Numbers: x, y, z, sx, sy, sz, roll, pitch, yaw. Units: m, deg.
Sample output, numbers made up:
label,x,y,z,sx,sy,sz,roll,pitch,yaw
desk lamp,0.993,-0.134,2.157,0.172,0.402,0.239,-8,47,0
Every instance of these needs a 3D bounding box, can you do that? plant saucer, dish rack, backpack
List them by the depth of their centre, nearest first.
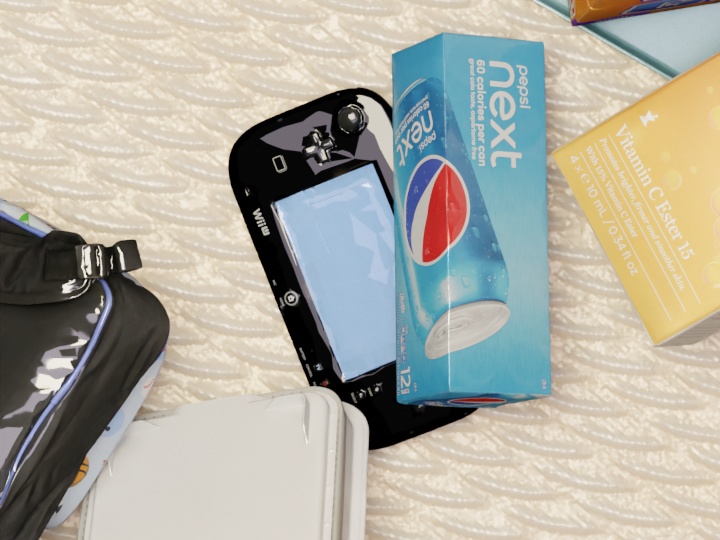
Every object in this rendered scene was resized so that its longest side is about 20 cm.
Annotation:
label,x,y,z,sx,sy,sz,roll,pitch,yaw
dish rack,-0.083,0.143,1.577,0.171,0.201,0.044,-11,133,13
backpack,-0.215,0.043,1.585,0.190,0.154,0.200,33,87,24
plant saucer,0.161,-0.158,1.644,0.199,0.019,0.070,30,93,0

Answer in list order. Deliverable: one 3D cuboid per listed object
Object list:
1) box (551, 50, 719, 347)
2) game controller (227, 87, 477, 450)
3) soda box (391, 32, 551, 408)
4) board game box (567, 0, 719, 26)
label,x,y,z,sx,sy,sz,roll,pitch,yaw
box,0.227,-0.059,1.577,0.199,0.097,0.125,-31,80,16
game controller,0.000,0.000,1.644,0.104,0.042,0.201,-22,92,2
soda box,0.061,-0.027,1.600,0.067,0.064,0.201,4,80,-27
board game box,0.203,-0.253,1.536,0.199,0.200,0.201,-9,90,-1
